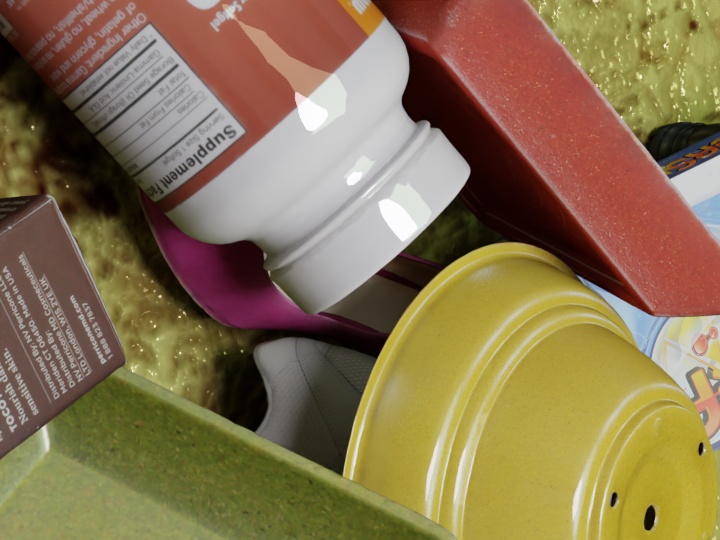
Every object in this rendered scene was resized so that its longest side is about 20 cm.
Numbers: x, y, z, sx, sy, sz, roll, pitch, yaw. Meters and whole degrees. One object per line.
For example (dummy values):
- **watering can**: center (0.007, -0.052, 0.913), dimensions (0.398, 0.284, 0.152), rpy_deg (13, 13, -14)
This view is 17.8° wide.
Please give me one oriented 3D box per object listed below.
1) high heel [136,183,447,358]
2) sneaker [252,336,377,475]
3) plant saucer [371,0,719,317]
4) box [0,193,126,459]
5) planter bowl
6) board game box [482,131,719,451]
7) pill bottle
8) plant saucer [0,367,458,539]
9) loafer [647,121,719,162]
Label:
- **high heel**: center (0.000, 0.000, 0.945), dimensions (0.200, 0.096, 0.067), rpy_deg (43, 40, -35)
- **sneaker**: center (-0.036, 0.121, 0.939), dimensions (0.076, 0.092, 0.200), rpy_deg (11, 100, -79)
- **plant saucer**: center (0.053, -0.063, 0.949), dimensions (0.037, 0.200, 0.200), rpy_deg (-46, 119, -6)
- **box**: center (-0.185, 0.053, 0.768), dimensions (0.200, 0.100, 0.075), rpy_deg (-37, 113, -39)
- **planter bowl**: center (0.084, 0.092, 0.904), dimensions (0.200, 0.083, 0.201), rpy_deg (-10, 103, -51)
- **board game box**: center (0.161, 0.014, 1.094), dimensions (0.200, 0.034, 0.135), rpy_deg (-26, 108, -14)
- **pill bottle**: center (-0.055, -0.084, 0.856), dimensions (0.200, 0.112, 0.112), rpy_deg (48, 55, -9)
- **plant saucer**: center (-0.096, 0.138, 0.818), dimensions (0.200, 0.200, 0.048), rpy_deg (-52, 156, -33)
- **loafer**: center (0.232, -0.021, 1.196), dimensions (0.200, 0.072, 0.073), rpy_deg (22, 72, -42)
